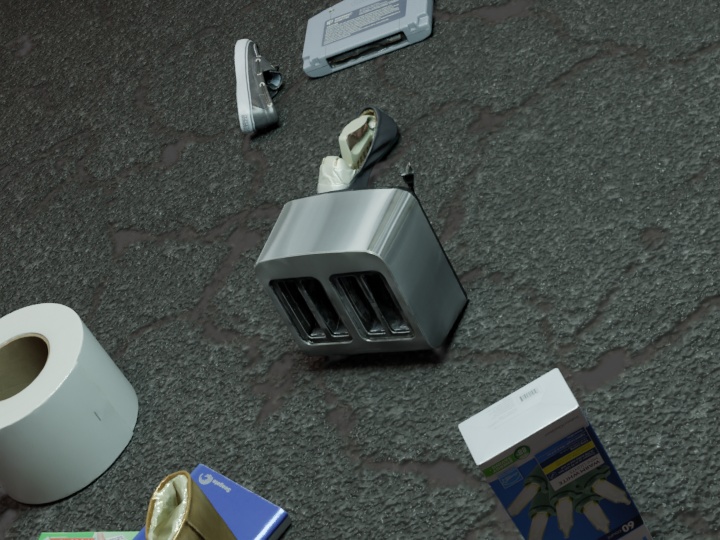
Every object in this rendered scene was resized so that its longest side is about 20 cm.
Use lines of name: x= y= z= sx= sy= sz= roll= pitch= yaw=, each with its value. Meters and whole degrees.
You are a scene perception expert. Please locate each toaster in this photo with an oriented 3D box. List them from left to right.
toaster: x=0.000 y=0.000 z=1.761 sx=0.180 sy=0.201 sz=0.119 roll=-5 pitch=40 yaw=31

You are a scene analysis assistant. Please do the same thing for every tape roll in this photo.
tape roll: x=-0.386 y=0.159 z=1.909 sx=0.201 sy=0.140 sz=0.204 roll=-17 pitch=40 yaw=15

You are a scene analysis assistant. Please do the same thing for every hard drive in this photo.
hard drive: x=-0.184 y=0.305 z=1.662 sx=0.131 sy=0.025 sz=0.200 roll=23 pitch=58 yaw=33

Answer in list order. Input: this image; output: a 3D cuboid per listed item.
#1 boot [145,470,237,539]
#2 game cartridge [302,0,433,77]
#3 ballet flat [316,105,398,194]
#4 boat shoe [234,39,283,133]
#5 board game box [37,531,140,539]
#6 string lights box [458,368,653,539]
boot: x=-0.140 y=0.318 z=1.503 sx=0.066 sy=0.201 sz=0.176 roll=-21 pitch=38 yaw=15
game cartridge: x=0.013 y=-0.355 z=2.283 sx=0.199 sy=0.042 sz=0.134 roll=-17 pitch=35 yaw=21
ballet flat: x=-0.017 y=-0.136 z=2.032 sx=0.073 sy=0.073 sz=0.201 roll=4 pitch=50 yaw=38
boat shoe: x=-0.144 y=-0.270 z=2.282 sx=0.066 sy=0.070 sz=0.201 roll=-9 pitch=37 yaw=2
board game box: x=-0.293 y=0.347 z=1.726 sx=0.199 sy=0.029 sz=0.135 roll=-6 pitch=44 yaw=31
string lights box: x=0.177 y=0.191 z=1.413 sx=0.102 sy=0.201 sz=0.059 roll=-30 pitch=36 yaw=4
